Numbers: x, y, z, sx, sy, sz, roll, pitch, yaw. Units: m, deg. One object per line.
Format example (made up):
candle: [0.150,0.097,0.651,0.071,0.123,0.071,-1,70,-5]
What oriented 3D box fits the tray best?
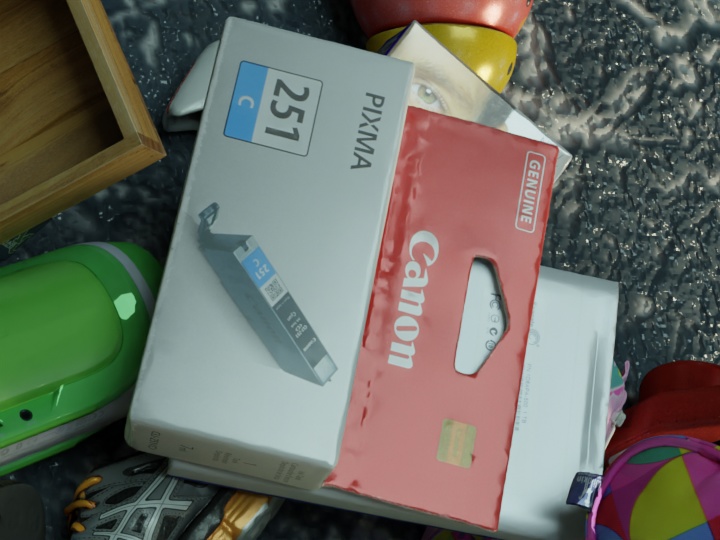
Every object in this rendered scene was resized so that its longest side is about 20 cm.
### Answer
tray: [-0.193,-0.050,0.787,0.099,0.198,0.037,65,9,11]

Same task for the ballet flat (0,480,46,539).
ballet flat: [-0.196,0.145,0.745,0.200,0.046,0.068,-45,130,-56]

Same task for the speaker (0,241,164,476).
speaker: [-0.176,0.049,0.803,0.199,0.088,0.089,-20,79,-37]

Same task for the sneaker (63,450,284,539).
sneaker: [-0.109,0.131,0.820,0.077,0.078,0.200,40,48,7]

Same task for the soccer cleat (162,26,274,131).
soccer cleat: [-0.019,-0.041,0.964,0.200,0.069,0.085,45,60,-2]

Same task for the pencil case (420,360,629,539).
pencil case: [0.080,0.117,0.933,0.087,0.087,0.201,35,53,-14]

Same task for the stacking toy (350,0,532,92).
stacking toy: [0.046,-0.137,1.033,0.145,0.146,0.203,3,85,-31]

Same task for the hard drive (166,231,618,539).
hard drive: [0.019,0.049,0.841,0.198,0.025,0.133,12,68,-8]

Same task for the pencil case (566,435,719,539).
pencil case: [0.169,0.145,0.842,0.200,0.088,0.089,39,45,-50]

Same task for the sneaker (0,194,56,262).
sneaker: [-0.187,-0.094,0.851,0.067,0.089,0.202,22,54,-61]

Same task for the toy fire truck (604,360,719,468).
toy fire truck: [0.242,0.110,0.988,0.199,0.168,0.113,26,56,-20]

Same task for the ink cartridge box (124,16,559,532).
ink cartridge box: [0.000,0.000,0.817,0.174,0.045,0.202,14,68,-6]

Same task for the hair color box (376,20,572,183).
hair color box: [0.002,-0.012,0.904,0.109,0.065,0.201,39,80,-7]
